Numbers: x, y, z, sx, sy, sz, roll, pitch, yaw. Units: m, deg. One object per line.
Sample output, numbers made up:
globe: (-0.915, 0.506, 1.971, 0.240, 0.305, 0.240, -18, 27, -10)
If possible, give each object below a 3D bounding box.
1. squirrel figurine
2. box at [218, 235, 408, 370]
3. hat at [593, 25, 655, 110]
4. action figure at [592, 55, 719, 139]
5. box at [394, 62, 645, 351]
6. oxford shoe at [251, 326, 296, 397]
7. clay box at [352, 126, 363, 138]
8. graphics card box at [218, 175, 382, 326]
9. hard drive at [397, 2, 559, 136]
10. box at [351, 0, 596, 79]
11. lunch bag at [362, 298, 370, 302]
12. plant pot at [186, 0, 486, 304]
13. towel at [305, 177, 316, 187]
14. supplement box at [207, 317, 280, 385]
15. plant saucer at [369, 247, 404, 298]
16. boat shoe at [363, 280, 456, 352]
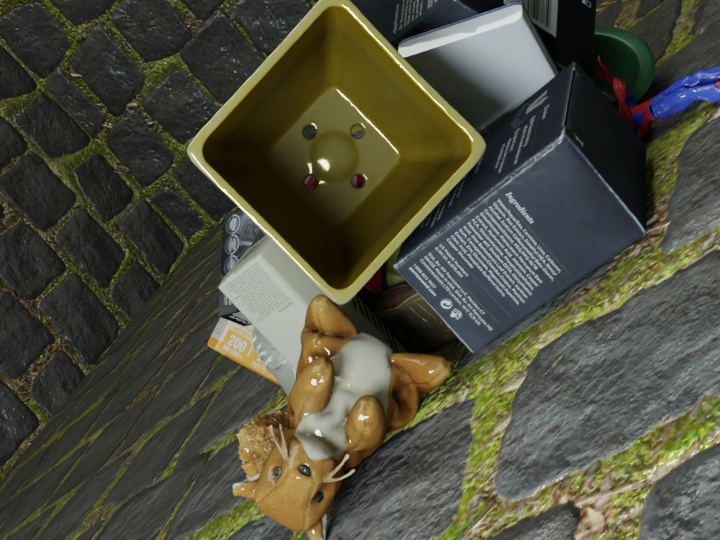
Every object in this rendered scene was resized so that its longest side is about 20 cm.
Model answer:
squirrel figurine: (-0.037, 0.156, 1.001, 0.188, 0.140, 0.200, -64, 7, -32)
box: (-0.043, 0.054, 1.120, 0.082, 0.200, 0.069, -31, 16, 41)
hat: (0.268, -0.170, 1.296, 0.164, 0.177, 0.201, -29, 43, -2)
action figure: (0.292, -0.188, 1.093, 0.199, 0.099, 0.065, -35, 12, 47)
box: (0.153, -0.061, 1.022, 0.199, 0.117, 0.197, -38, 13, 29)
oxford shoe: (-0.094, 0.092, 1.268, 0.057, 0.203, 0.076, -16, -28, -6)
clay box: (0.025, -0.134, 1.387, 0.113, 0.048, 0.201, -19, -27, -13)
graphics card box: (-0.068, -0.020, 1.211, 0.197, 0.051, 0.128, -14, 66, 35)
hard drive: (0.140, -0.178, 1.114, 0.130, 0.200, 0.026, -12, 54, 26)
box: (0.114, -0.245, 1.172, 0.199, 0.195, 0.119, -24, 51, 50)
lunch bag: (0.000, 0.000, 1.322, 0.199, 0.133, 0.136, -36, 8, -7)
plant pot: (-0.025, -0.112, 1.047, 0.194, 0.195, 0.200, -46, 5, 1)
towel: (0.003, -0.142, 1.432, 0.197, 0.023, 0.145, -4, -34, -38)
supplement box: (-0.093, 0.037, 1.408, 0.202, 0.125, 0.073, -63, 14, -7)
plant saucer: (0.056, -0.061, 1.219, 0.200, 0.200, 0.031, -44, -21, -3)
boat shoe: (0.046, 0.050, 1.164, 0.199, 0.072, 0.068, -21, 20, 47)
